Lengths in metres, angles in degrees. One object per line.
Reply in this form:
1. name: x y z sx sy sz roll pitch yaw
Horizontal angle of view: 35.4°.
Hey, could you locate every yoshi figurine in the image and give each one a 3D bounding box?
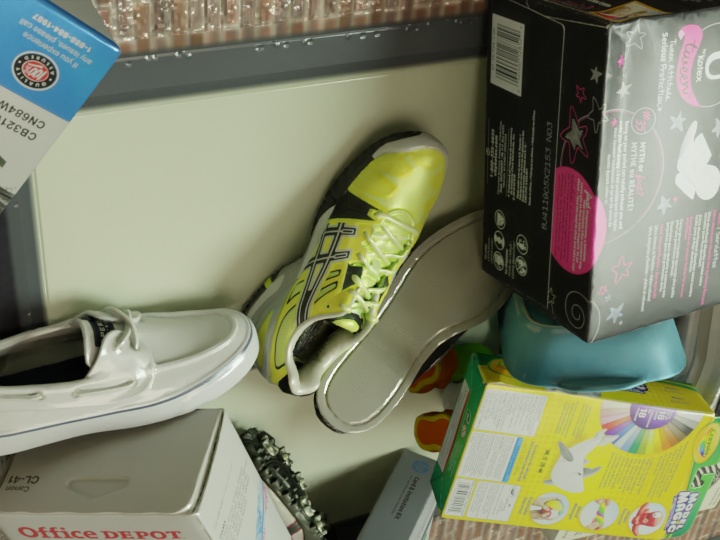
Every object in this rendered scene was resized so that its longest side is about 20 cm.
1. yoshi figurine: 0.140 0.090 0.882 0.200 0.112 0.113 -1 118 -33

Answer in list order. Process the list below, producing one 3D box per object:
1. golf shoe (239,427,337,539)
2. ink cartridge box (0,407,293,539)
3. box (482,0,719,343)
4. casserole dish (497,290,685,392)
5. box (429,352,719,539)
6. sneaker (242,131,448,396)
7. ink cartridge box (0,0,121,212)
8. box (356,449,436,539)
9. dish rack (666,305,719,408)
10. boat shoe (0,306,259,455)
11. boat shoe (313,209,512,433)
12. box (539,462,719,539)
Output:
1. golf shoe: -0.069 0.202 0.868 0.088 0.077 0.200 -25 133 -4
2. ink cartridge box: -0.134 0.186 0.768 0.147 0.086 0.200 -3 133 15
3. box: 0.158 -0.078 0.722 0.115 0.132 0.200 -12 117 -23
4. casserole dish: 0.158 0.028 0.797 0.121 0.200 0.039 -4 109 6
5. box: 0.161 0.129 0.807 0.200 0.048 0.118 10 115 -12
6. sneaker: 0.000 0.000 0.749 0.075 0.076 0.200 22 110 -38
7. ink cartridge box: -0.237 -0.078 0.544 0.146 0.084 0.200 29 106 -42
8. box: 0.013 0.272 0.928 0.156 0.041 0.200 -53 158 -53
9. dish rack: 0.253 0.100 0.931 0.200 0.043 0.172 -48 159 -60
10. boat shoe: -0.159 0.058 0.703 0.200 0.074 0.065 -19 136 -18
11. boat shoe: 0.041 0.036 0.811 0.074 0.060 0.200 41 79 -4
12. box: 0.248 0.186 1.043 0.200 0.068 0.082 -6 127 -27
